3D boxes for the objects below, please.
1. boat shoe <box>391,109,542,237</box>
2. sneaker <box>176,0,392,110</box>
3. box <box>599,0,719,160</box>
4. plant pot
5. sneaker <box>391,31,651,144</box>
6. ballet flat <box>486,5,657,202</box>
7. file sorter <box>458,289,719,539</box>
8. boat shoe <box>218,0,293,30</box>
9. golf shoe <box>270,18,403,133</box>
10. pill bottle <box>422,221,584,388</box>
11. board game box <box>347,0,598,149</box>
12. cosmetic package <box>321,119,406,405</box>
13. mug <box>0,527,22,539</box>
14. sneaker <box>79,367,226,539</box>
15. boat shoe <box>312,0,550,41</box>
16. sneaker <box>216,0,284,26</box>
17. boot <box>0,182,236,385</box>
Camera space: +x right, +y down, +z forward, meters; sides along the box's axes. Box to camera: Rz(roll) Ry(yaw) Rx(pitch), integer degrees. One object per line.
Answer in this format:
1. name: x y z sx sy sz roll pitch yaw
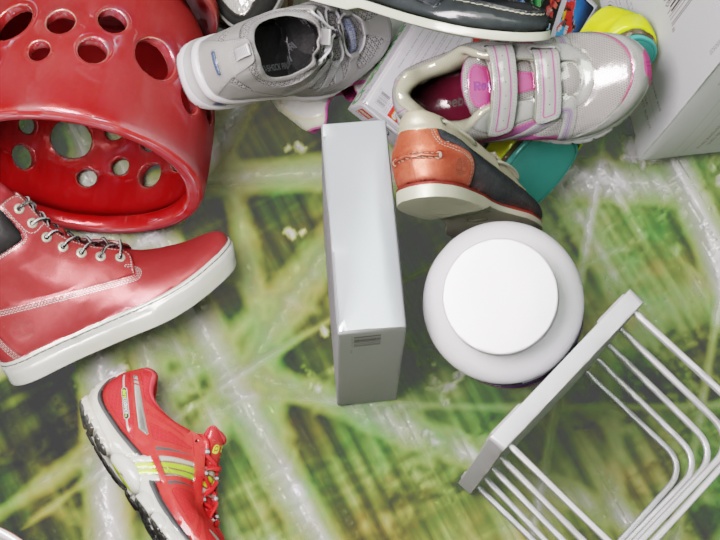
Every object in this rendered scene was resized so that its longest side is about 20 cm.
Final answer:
1. boat shoe: 0.078 -0.063 1.131 0.071 0.200 0.063 -11 77 26
2. sneaker: -0.037 -0.162 1.174 0.200 0.082 0.075 -27 100 -43
3. box: 0.281 -0.217 1.211 0.130 0.200 0.200 -6 70 -14
4. plant pot: -0.204 -0.149 1.203 0.199 0.201 0.183 6 69 2
5. sneaker: 0.111 -0.128 1.149 0.199 0.088 0.082 -12 85 18
6. ballet flat: 0.149 -0.122 1.224 0.200 0.067 0.067 -50 44 18
7. file sorter: 0.168 0.128 1.110 0.125 0.200 0.139 44 77 9
8. boat shoe: -0.154 -0.251 1.294 0.200 0.072 0.072 34 49 5
9. golf shoe: 0.006 -0.188 1.290 0.200 0.075 0.092 -35 92 -10
10. pill bottle: 0.104 0.026 1.133 0.112 0.200 0.113 -1 84 8
11. board game box: 0.093 -0.171 1.266 0.126 0.035 0.200 38 73 -18
12. cosmetic package: 0.000 0.000 1.149 0.051 0.200 0.152 -6 72 -3
13. mug: -0.269 0.261 1.065 0.177 0.200 0.134 -32 75 -9
14. sneaker: -0.129 0.154 1.167 0.085 0.077 0.200 -32 75 -15
15. boat shoe: 0.046 -0.211 1.136 0.199 0.074 0.066 18 107 26
16. sneaker: -0.086 -0.284 1.208 0.075 0.088 0.201 10 101 8
17. boot: -0.204 -0.018 1.195 0.199 0.072 0.145 -25 104 -6
